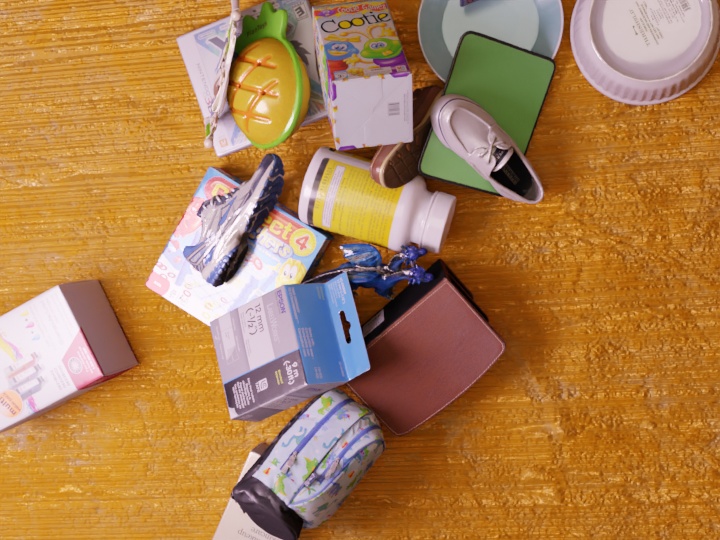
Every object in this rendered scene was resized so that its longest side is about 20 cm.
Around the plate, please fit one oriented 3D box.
[{"bbox_3d":[0.177,-0.337,1.635,0.199,0.026,0.201,1,93,9],"label":"plate"}]

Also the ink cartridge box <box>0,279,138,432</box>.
[{"bbox_3d":[-0.453,0.122,1.703,0.199,0.145,0.146,-28,88,11],"label":"ink cartridge box"}]

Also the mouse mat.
[{"bbox_3d":[0.170,-0.206,1.596,0.160,0.008,0.201,12,104,-30],"label":"mouse mat"}]

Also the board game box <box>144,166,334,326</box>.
[{"bbox_3d":[-0.172,-0.014,1.694,0.200,0.056,0.196,31,98,7],"label":"board game box"}]

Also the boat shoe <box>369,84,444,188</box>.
[{"bbox_3d":[0.062,-0.181,1.600,0.067,0.200,0.072,18,139,25],"label":"boat shoe"}]

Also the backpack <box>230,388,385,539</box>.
[{"bbox_3d":[-0.060,0.254,1.584,0.153,0.163,0.200,20,66,17],"label":"backpack"}]

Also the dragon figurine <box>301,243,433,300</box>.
[{"bbox_3d":[0.000,0.000,1.613,0.199,0.100,0.059,2,67,4],"label":"dragon figurine"}]

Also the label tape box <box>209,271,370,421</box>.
[{"bbox_3d":[-0.096,0.099,1.577,0.200,0.066,0.144,-27,66,29],"label":"label tape box"}]

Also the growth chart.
[{"bbox_3d":[-0.187,-0.275,1.624,0.018,0.145,0.201,11,104,-12],"label":"growth chart"}]

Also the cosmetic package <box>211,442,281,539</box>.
[{"bbox_3d":[-0.143,0.360,1.700,0.103,0.073,0.201,23,95,7],"label":"cosmetic package"}]

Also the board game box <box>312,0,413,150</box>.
[{"bbox_3d":[0.001,-0.260,1.562,0.103,0.200,0.105,-7,130,-5],"label":"board game box"}]

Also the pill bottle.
[{"bbox_3d":[0.025,-0.091,1.629,0.199,0.111,0.112,17,95,9],"label":"pill bottle"}]

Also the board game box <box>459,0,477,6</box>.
[{"bbox_3d":[0.187,-0.455,1.588,0.200,0.062,0.200,-34,81,1],"label":"board game box"}]

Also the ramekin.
[{"bbox_3d":[0.375,-0.320,1.562,0.199,0.105,0.201,0,92,10],"label":"ramekin"}]

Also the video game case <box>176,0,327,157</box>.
[{"bbox_3d":[-0.141,-0.280,1.693,0.199,0.022,0.183,-20,90,10],"label":"video game case"}]

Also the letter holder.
[{"bbox_3d":[0.084,0.110,1.635,0.200,0.101,0.142,-41,102,9],"label":"letter holder"}]

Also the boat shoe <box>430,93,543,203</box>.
[{"bbox_3d":[0.172,-0.155,1.573,0.072,0.066,0.200,-46,121,-3],"label":"boat shoe"}]

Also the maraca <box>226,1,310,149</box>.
[{"bbox_3d":[-0.129,-0.265,1.628,0.137,0.107,0.201,-20,74,41],"label":"maraca"}]

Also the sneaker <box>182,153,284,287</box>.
[{"bbox_3d":[-0.179,-0.080,1.627,0.085,0.077,0.200,33,97,11],"label":"sneaker"}]
